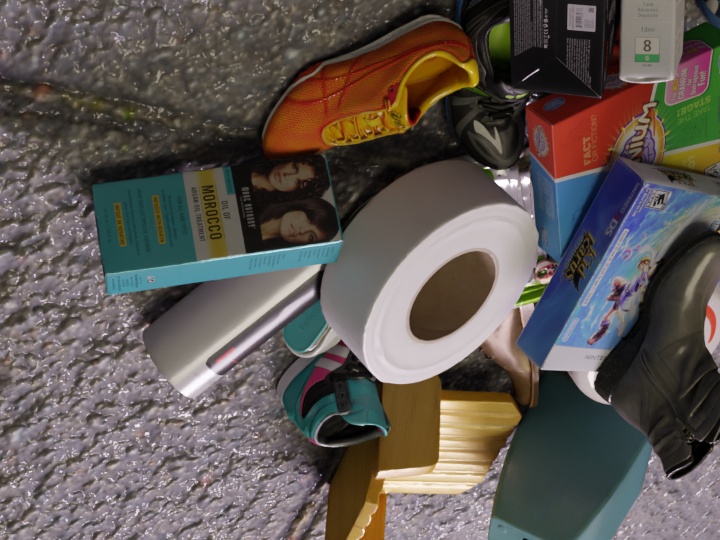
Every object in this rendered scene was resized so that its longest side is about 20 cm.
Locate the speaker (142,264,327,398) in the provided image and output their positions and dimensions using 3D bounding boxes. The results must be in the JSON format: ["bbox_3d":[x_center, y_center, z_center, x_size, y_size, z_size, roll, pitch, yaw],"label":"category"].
[{"bbox_3d":[-0.101,0.027,1.260,0.199,0.082,0.081,-38,138,9],"label":"speaker"}]

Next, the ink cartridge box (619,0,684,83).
[{"bbox_3d":[0.234,-0.260,1.099,0.049,0.161,0.203,1,105,15],"label":"ink cartridge box"}]

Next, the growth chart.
[{"bbox_3d":[0.115,-0.032,1.335,0.143,0.018,0.201,-22,125,2],"label":"growth chart"}]

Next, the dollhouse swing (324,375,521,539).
[{"bbox_3d":[0.072,0.231,1.485,0.174,0.183,0.201,16,131,-10],"label":"dollhouse swing"}]

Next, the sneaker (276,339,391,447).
[{"bbox_3d":[0.003,0.100,1.360,0.083,0.121,0.200,21,118,-41],"label":"sneaker"}]

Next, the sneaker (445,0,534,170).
[{"bbox_3d":[0.118,-0.162,1.197,0.070,0.083,0.201,-16,136,-13],"label":"sneaker"}]

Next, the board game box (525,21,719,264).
[{"bbox_3d":[0.243,-0.113,1.238,0.198,0.040,0.154,-26,131,-17],"label":"board game box"}]

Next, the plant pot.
[{"bbox_3d":[0.223,0.247,1.544,0.200,0.140,0.142,-52,155,-39],"label":"plant pot"}]

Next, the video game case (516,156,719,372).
[{"bbox_3d":[0.258,0.003,1.273,0.180,0.045,0.201,5,121,-41],"label":"video game case"}]

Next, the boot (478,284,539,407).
[{"bbox_3d":[0.151,0.071,1.469,0.075,0.074,0.201,-12,131,4],"label":"boot"}]

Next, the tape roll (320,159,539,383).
[{"bbox_3d":[0.064,0.003,1.243,0.201,0.071,0.204,-27,141,-24],"label":"tape roll"}]

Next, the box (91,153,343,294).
[{"bbox_3d":[-0.119,-0.039,1.155,0.197,0.083,0.049,-9,162,-11],"label":"box"}]

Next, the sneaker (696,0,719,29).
[{"bbox_3d":[0.341,-0.259,1.233,0.074,0.083,0.200,-36,140,5],"label":"sneaker"}]

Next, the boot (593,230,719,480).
[{"bbox_3d":[0.302,0.078,1.236,0.067,0.131,0.201,5,122,-41],"label":"boot"}]

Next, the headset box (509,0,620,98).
[{"bbox_3d":[0.169,-0.257,1.070,0.076,0.201,0.150,7,140,14],"label":"headset box"}]

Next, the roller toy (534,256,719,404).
[{"bbox_3d":[0.286,0.045,1.454,0.182,0.140,0.200,-39,138,11],"label":"roller toy"}]

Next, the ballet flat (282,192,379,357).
[{"bbox_3d":[0.000,0.000,1.310,0.069,0.070,0.201,22,114,-42],"label":"ballet flat"}]

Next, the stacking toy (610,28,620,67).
[{"bbox_3d":[0.220,-0.166,1.261,0.084,0.086,0.202,-7,130,-24],"label":"stacking toy"}]

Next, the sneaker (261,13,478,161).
[{"bbox_3d":[0.004,-0.141,1.155,0.199,0.078,0.073,-30,140,12],"label":"sneaker"}]
